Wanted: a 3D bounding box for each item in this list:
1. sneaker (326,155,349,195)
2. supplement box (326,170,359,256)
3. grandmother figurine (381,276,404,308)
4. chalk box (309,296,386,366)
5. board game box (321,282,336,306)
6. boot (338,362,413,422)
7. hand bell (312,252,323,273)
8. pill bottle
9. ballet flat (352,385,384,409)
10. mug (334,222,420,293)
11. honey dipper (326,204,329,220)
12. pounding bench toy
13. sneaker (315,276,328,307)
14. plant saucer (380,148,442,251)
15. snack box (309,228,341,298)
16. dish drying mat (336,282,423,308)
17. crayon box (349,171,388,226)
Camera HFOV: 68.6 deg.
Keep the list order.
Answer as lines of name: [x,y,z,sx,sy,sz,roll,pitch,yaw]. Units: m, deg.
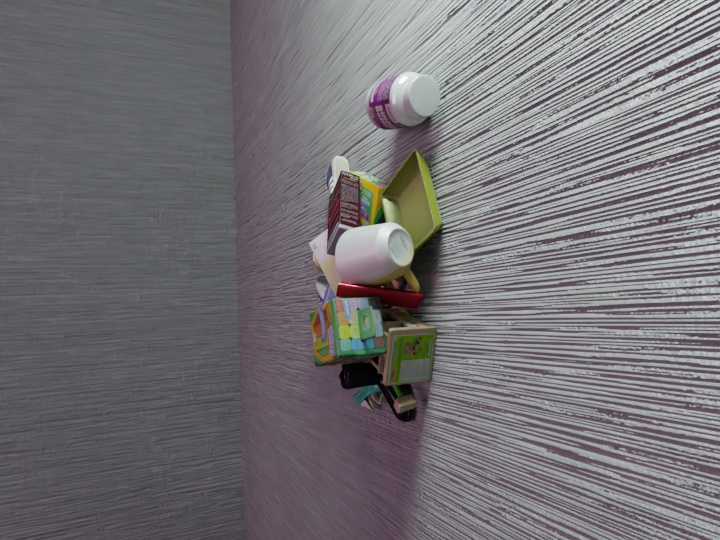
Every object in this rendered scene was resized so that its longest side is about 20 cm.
sneaker: [-0.070,-0.243,1.628,0.084,0.072,0.208,146,129,-59]
supplement box: [-0.045,-0.149,1.391,0.110,0.059,0.206,122,154,-48]
grandmother figurine: [0.058,0.071,1.367,0.123,0.058,0.205,-107,31,-49]
chalk box: [-0.023,0.134,1.176,0.199,0.119,0.130,143,123,-61]
board game box: [-0.052,0.038,1.555,0.102,0.019,0.207,31,113,34]
boot: [0.032,0.280,1.299,0.077,0.162,0.207,124,138,-53]
hand bell: [-0.051,-0.042,1.603,0.197,0.101,0.109,2,92,52]
pill bottle: [0.096,-0.385,1.203,0.199,0.108,0.117,-158,70,-64]
ballet flat: [0.029,0.336,1.432,0.072,0.065,0.202,61,147,22]
mug: [0.055,-0.032,1.194,0.151,0.182,0.156,-16,63,50]
honey dipper: [-0.098,-0.112,1.735,0.038,0.037,0.208,-142,53,-59]
pounding bench toy: [0.079,0.208,1.243,0.155,0.120,0.209,-150,62,-62]
sneaker: [-0.109,0.133,1.707,0.201,0.078,0.150,54,134,44]
plant saucer: [0.123,-0.139,1.227,0.200,0.046,0.207,132,132,-57]
snack box: [-0.056,-0.018,1.500,0.114,0.037,0.205,-30,85,32]
dish drying mat: [0.041,0.056,1.195,0.077,0.191,0.019,105,171,-64]
crayon box: [0.018,-0.163,1.446,0.200,0.056,0.179,-138,53,-58]
